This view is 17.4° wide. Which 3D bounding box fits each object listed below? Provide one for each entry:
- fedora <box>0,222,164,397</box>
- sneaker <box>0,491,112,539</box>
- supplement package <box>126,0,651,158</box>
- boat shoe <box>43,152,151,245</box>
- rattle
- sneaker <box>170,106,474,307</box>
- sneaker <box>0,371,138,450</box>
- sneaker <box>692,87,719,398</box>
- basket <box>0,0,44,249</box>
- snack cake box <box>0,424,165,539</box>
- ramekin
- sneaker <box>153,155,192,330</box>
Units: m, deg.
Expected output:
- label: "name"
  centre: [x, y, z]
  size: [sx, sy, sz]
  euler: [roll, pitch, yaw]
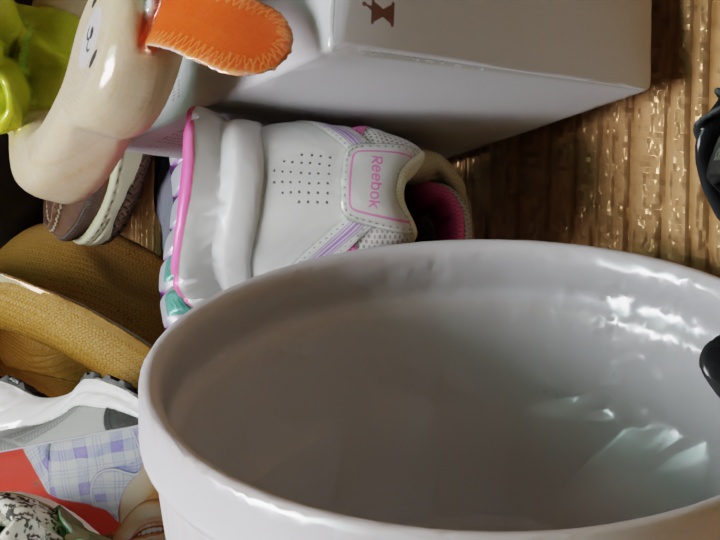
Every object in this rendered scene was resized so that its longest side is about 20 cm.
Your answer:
- label: "fedora"
  centre: [-0.128, 0.035, 1.102]
  size: [0.082, 0.201, 0.201]
  euler: [-59, 12, -28]
- label: "sneaker"
  centre: [-0.089, 0.116, 0.768]
  size: [0.200, 0.089, 0.077]
  euler: [17, 71, 34]
- label: "supplement package"
  centre: [0.001, -0.106, 0.818]
  size: [0.200, 0.117, 0.117]
  euler: [167, 108, -64]
- label: "boat shoe"
  centre: [-0.121, -0.092, 0.995]
  size: [0.075, 0.075, 0.202]
  euler: [-100, 23, -44]
- label: "rattle"
  centre: [-0.116, -0.097, 0.770]
  size: [0.130, 0.143, 0.200]
  euler: [-58, 18, -2]
- label: "sneaker"
  centre: [0.000, 0.000, 0.836]
  size: [0.200, 0.088, 0.081]
  euler: [42, -129, -73]
- label: "sneaker"
  centre: [-0.123, 0.090, 1.005]
  size: [0.200, 0.074, 0.079]
  euler: [-4, 57, 47]
- label: "sneaker"
  centre: [0.131, -0.050, 0.598]
  size: [0.076, 0.091, 0.200]
  euler: [-169, 79, -65]
- label: "basket"
  centre: [-0.193, -0.090, 1.102]
  size: [0.200, 0.136, 0.180]
  euler: [-12, -76, -80]
- label: "snack cake box"
  centre: [-0.065, 0.118, 0.870]
  size: [0.067, 0.200, 0.115]
  euler: [69, -168, -64]
- label: "ramekin"
  centre: [0.036, 0.075, 0.689]
  size: [0.200, 0.200, 0.105]
  euler: [-140, 45, -57]
- label: "sneaker"
  centre: [-0.055, -0.009, 1.019]
  size: [0.088, 0.074, 0.200]
  euler: [112, 157, -58]
